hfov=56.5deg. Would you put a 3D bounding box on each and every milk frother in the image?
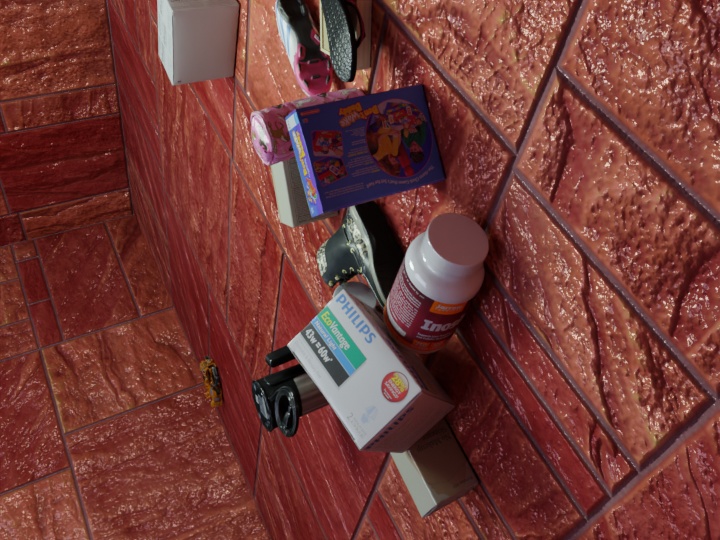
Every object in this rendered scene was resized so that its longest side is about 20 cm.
[{"bbox_3d":[-0.119,0.273,1.462,0.200,0.185,0.183,49,147,40],"label":"milk frother"}]

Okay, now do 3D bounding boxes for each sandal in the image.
[{"bbox_3d":[-0.022,-0.369,0.986,0.075,0.044,0.204,132,133,-55],"label":"sandal"}]

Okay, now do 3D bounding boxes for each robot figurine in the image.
[{"bbox_3d":[-0.617,0.456,2.767,0.144,0.057,0.204,34,135,53],"label":"robot figurine"}]

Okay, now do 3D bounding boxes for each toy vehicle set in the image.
[{"bbox_3d":[-0.025,-0.425,1.026,0.124,0.026,0.204,45,143,46],"label":"toy vehicle set"}]

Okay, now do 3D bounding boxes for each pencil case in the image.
[{"bbox_3d":[-0.077,-0.227,1.053,0.086,0.197,0.085,35,137,50],"label":"pencil case"}]

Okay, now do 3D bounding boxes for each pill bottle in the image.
[{"bbox_3d":[0.104,0.019,0.928,0.114,0.111,0.202,59,152,27],"label":"pill bottle"},{"bbox_3d":[-0.023,0.118,1.256,0.113,0.110,0.203,54,149,34],"label":"pill bottle"}]

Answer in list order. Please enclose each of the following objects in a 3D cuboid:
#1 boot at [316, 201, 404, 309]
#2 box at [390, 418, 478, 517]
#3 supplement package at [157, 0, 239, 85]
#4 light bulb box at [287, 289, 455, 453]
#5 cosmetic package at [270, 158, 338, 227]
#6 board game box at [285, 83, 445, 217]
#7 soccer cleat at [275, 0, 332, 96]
[{"bbox_3d":[0.001,-0.001,1.139,0.154,0.072,0.207,-44,58,45],"label":"boot"},{"bbox_3d":[0.103,0.293,1.124,0.202,0.093,0.078,60,152,24],"label":"box"},{"bbox_3d":[-0.371,-0.546,1.524,0.112,0.153,0.201,61,152,25],"label":"supplement package"},{"bbox_3d":[0.021,0.160,1.021,0.199,0.125,0.200,50,-174,26],"label":"light bulb box"},{"bbox_3d":[-0.112,-0.195,1.263,0.073,0.102,0.205,23,124,59],"label":"cosmetic package"},{"bbox_3d":[0.010,-0.165,0.911,0.045,0.196,0.138,-7,99,64],"label":"board game box"},{"bbox_3d":[-0.096,-0.385,1.170,0.086,0.068,0.204,121,132,-78],"label":"soccer cleat"}]
